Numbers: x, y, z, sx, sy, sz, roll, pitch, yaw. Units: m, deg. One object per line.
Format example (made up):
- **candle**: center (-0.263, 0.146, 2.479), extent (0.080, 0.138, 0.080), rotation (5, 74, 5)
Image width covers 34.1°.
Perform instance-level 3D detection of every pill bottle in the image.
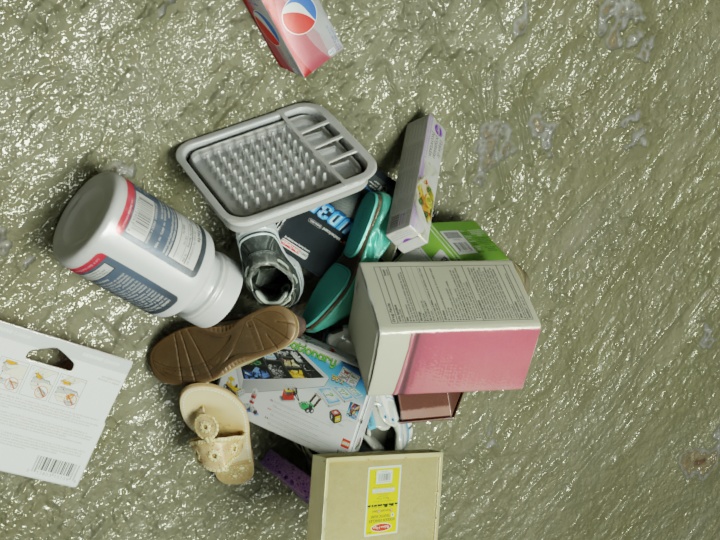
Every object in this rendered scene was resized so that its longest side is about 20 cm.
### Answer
- **pill bottle**: center (-0.239, -0.016, 1.349), extent (0.200, 0.120, 0.120), rotation (35, 89, -35)

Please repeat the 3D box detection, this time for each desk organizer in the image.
- **desk organizer**: center (0.097, 0.130, 1.554), extent (0.072, 0.200, 0.077), rotation (-7, 102, 14)

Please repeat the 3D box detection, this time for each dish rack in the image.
- **dish rack**: center (-0.099, -0.116, 1.375), extent (0.200, 0.172, 0.044), rotation (-21, 138, -22)

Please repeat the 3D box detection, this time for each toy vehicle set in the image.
- **toy vehicle set**: center (0.021, 0.286, 1.444), extent (0.200, 0.026, 0.124), rotation (6, 88, -42)

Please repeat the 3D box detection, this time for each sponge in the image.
- **sponge**: center (-0.044, 0.307, 1.539), extent (0.030, 0.200, 0.112), rotation (-50, 125, -11)

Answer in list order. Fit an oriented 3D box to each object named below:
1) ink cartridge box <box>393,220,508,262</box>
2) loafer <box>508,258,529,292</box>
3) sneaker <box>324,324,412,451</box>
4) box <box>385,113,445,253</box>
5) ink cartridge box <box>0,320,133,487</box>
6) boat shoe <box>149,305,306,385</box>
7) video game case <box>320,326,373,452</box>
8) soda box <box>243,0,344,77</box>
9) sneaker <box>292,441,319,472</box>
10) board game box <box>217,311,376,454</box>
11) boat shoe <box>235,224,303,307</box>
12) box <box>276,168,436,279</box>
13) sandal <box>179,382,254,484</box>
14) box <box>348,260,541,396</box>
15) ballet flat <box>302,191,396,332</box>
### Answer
- **ink cartridge box**: center (0.081, 0.031, 1.555), extent (0.200, 0.076, 0.148), rotation (-47, 161, 23)
- **loafer**: center (0.181, 0.063, 1.617), extent (0.067, 0.076, 0.200), rotation (52, 40, -38)
- **sneaker**: center (0.014, 0.161, 1.490), extent (0.075, 0.087, 0.200), rotation (-24, 108, 12)
- **box**: center (0.071, -0.111, 1.471), extent (0.039, 0.041, 0.200), rotation (44, 40, -33)
- **ink cartridge box**: center (-0.391, 0.150, 1.368), extent (0.200, 0.044, 0.174), rotation (22, 95, -35)
- **boat shoe**: center (-0.160, 0.091, 1.440), extent (0.200, 0.072, 0.072), rotation (-21, 83, 15)
- **video game case**: center (0.001, 0.179, 1.562), extent (0.143, 0.019, 0.200), rotation (10, 78, -45)
- **soda box**: center (-0.099, -0.323, 1.345), extent (0.063, 0.070, 0.200), rotation (-39, 123, -12)
- **sneaker**: center (-0.036, 0.253, 1.592), extent (0.076, 0.088, 0.200), rotation (-47, 126, -8)
- **board game box**: center (-0.079, 0.146, 1.471), extent (0.035, 0.200, 0.126), rotation (-10, 120, -69)
- **boat shoe**: center (-0.112, 0.011, 1.418), extent (0.072, 0.071, 0.200), rotation (-11, 154, 6)
- **box**: center (-0.018, -0.062, 1.507), extent (0.200, 0.046, 0.159), rotation (34, 89, -36)
- **sandal**: center (-0.171, 0.226, 1.466), extent (0.078, 0.070, 0.212), rotation (-11, 140, 2)
- **box**: center (0.097, 0.068, 1.412), extent (0.200, 0.128, 0.109), rotation (-1, 130, -13)
- **ballet flat**: center (0.000, 0.000, 1.471), extent (0.070, 0.067, 0.200), rotation (26, 93, -29)
